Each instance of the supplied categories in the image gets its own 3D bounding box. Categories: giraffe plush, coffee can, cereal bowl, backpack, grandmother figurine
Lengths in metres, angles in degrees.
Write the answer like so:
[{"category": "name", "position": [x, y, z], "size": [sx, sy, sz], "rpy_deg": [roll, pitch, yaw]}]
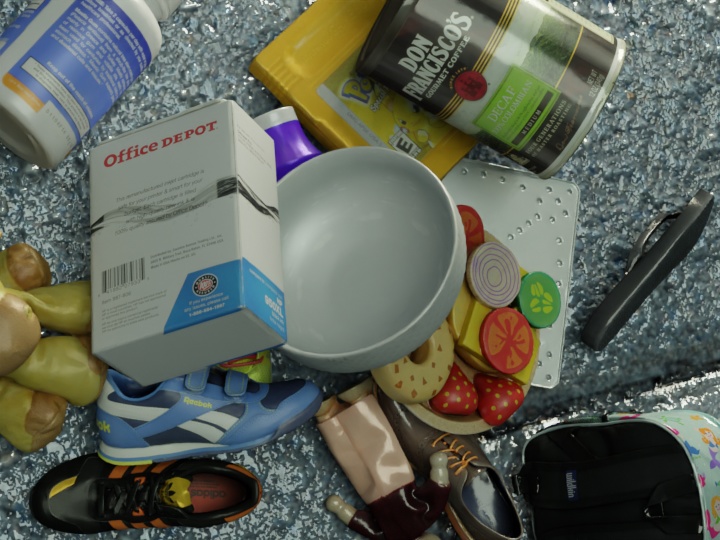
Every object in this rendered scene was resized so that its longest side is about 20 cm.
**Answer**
[{"category": "giraffe plush", "position": [-0.306, 0.042, 1.553], "size": [0.199, 0.162, 0.174], "rpy_deg": [10, 74, 1]}, {"category": "coffee can", "position": [0.116, -0.193, 1.714], "size": [0.199, 0.146, 0.147], "rpy_deg": [29, 74, -8]}, {"category": "cereal bowl", "position": [0.000, 0.000, 1.616], "size": [0.199, 0.083, 0.201], "rpy_deg": [-10, 60, 18]}, {"category": "backpack", "position": [0.259, 0.211, 1.718], "size": [0.150, 0.200, 0.179], "rpy_deg": [-4, 81, -38]}, {"category": "grandmother figurine", "position": [0.030, 0.197, 1.710], "size": [0.201, 0.121, 0.061], "rpy_deg": [64, 30, -1]}]

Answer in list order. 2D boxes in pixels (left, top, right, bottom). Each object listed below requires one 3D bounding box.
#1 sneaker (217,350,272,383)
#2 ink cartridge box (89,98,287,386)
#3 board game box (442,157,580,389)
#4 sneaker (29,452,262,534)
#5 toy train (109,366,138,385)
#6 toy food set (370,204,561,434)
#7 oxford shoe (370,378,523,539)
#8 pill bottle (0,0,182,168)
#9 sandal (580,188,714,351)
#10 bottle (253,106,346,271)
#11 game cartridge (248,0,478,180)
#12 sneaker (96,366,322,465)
[{"category": "sneaker", "position": [-0.112, 0.040, 1.681], "size": [0.078, 0.090, 0.201], "rpy_deg": [-8, 85, -20]}, {"category": "ink cartridge box", "position": [-0.145, -0.024, 1.595], "size": [0.144, 0.084, 0.201], "rpy_deg": [-17, 59, 21]}, {"category": "board game box", "position": [0.101, -0.002, 1.790], "size": [0.199, 0.026, 0.201], "rpy_deg": [11, 78, -16]}, {"category": "sneaker", "position": [-0.180, 0.188, 1.636], "size": [0.199, 0.090, 0.070], "rpy_deg": [0, 82, -18]}, {"category": "toy train", "position": [-0.182, 0.013, 1.694], "size": [0.046, 0.034, 0.201], "rpy_deg": [17, 76, -26]}, {"category": "toy food set", "position": [0.090, 0.046, 1.713], "size": [0.200, 0.049, 0.199], "rpy_deg": [31, 65, -28]}, {"category": "oxford shoe", "position": [0.084, 0.166, 1.733], "size": [0.071, 0.073, 0.200], "rpy_deg": [-39, 94, -19]}, {"category": "pill bottle", "position": [-0.244, -0.195, 1.664], "size": [0.112, 0.112, 0.200], "rpy_deg": [42, 72, -8]}, {"category": "sandal", "position": [0.271, -0.011, 1.826], "size": [0.043, 0.076, 0.200], "rpy_deg": [37, 70, 19]}, {"category": "bottle", "position": [-0.047, -0.046, 1.719], "size": [0.065, 0.083, 0.201], "rpy_deg": [-17, 84, -52]}, {"category": "game cartridge", "position": [0.023, -0.173, 1.771], "size": [0.200, 0.032, 0.176], "rpy_deg": [45, 64, -3]}, {"category": "sneaker", "position": [-0.132, 0.111, 1.631], "size": [0.199, 0.074, 0.083], "rpy_deg": [-9, 102, 0]}]
